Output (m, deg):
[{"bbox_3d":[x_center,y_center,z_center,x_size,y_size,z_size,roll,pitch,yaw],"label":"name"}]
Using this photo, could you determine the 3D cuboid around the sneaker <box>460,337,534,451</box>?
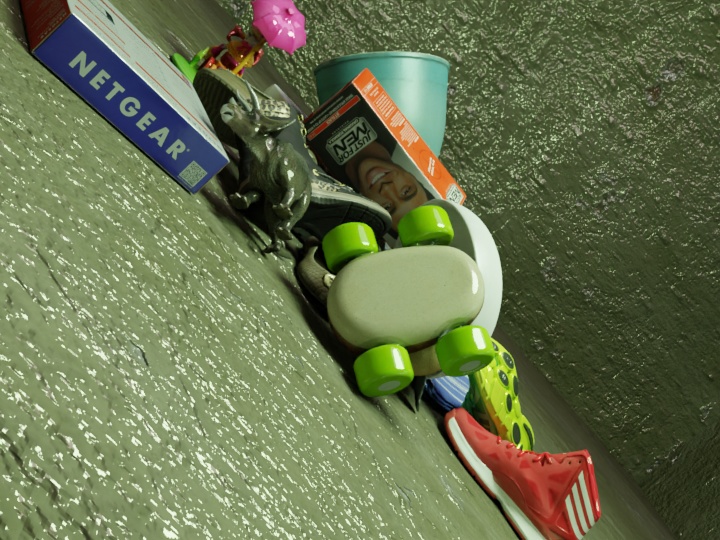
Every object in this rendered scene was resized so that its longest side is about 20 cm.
[{"bbox_3d":[0.150,0.165,1.162,0.083,0.074,0.202,5,-50,32],"label":"sneaker"}]

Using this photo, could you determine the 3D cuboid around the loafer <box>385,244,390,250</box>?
[{"bbox_3d":[0.002,-0.054,1.371,0.063,0.072,0.201,41,-21,28],"label":"loafer"}]

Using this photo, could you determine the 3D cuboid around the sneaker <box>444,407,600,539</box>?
[{"bbox_3d":[0.190,0.213,1.084,0.201,0.115,0.078,52,8,15],"label":"sneaker"}]

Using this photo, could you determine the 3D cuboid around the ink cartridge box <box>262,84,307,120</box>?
[{"bbox_3d":[-0.083,-0.172,1.508,0.200,0.084,0.145,40,13,-51],"label":"ink cartridge box"}]

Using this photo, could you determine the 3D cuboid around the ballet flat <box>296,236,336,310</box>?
[{"bbox_3d":[-0.036,-0.002,1.088,0.067,0.046,0.200,46,8,-16],"label":"ballet flat"}]

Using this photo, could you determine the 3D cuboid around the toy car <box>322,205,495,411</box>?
[{"bbox_3d":[0.044,0.062,1.003,0.201,0.155,0.166,91,-15,-62],"label":"toy car"}]

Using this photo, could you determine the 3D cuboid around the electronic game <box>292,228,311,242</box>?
[{"bbox_3d":[-0.079,-0.089,1.287,0.200,0.042,0.200,49,7,-8],"label":"electronic game"}]

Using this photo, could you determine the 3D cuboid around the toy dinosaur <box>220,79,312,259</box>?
[{"bbox_3d":[-0.076,-0.082,0.965,0.076,0.103,0.201,5,-33,25],"label":"toy dinosaur"}]

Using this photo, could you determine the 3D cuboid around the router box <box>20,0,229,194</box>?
[{"bbox_3d":[-0.221,-0.187,0.900,0.200,0.049,0.180,44,10,-39],"label":"router box"}]

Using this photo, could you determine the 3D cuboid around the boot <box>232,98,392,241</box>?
[{"bbox_3d":[-0.061,-0.112,1.107,0.198,0.073,0.152,11,45,-33],"label":"boot"}]

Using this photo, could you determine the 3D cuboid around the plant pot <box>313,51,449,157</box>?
[{"bbox_3d":[0.033,-0.197,1.402,0.200,0.197,0.191,3,85,-80],"label":"plant pot"}]

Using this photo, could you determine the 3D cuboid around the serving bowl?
[{"bbox_3d":[0.103,0.022,1.108,0.065,0.202,0.201,5,31,-27],"label":"serving bowl"}]

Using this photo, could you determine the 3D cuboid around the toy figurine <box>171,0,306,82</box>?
[{"bbox_3d":[-0.161,-0.324,1.423,0.150,0.184,0.200,46,7,-22],"label":"toy figurine"}]

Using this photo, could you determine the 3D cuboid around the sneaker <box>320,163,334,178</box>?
[{"bbox_3d":[-0.050,-0.141,1.301,0.075,0.071,0.200,37,8,-46],"label":"sneaker"}]

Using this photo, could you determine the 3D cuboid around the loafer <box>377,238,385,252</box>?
[{"bbox_3d":[0.000,0.000,1.198,0.201,0.062,0.073,-90,-173,-48],"label":"loafer"}]

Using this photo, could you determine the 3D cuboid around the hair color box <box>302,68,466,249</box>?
[{"bbox_3d":[0.027,-0.130,1.177,0.200,0.101,0.061,50,32,-11],"label":"hair color box"}]

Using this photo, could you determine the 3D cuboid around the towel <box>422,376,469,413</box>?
[{"bbox_3d":[0.110,0.088,1.239,0.145,0.024,0.202,42,41,-48],"label":"towel"}]

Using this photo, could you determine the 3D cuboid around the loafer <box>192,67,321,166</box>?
[{"bbox_3d":[-0.126,-0.183,1.213,0.200,0.076,0.067,41,35,6],"label":"loafer"}]
